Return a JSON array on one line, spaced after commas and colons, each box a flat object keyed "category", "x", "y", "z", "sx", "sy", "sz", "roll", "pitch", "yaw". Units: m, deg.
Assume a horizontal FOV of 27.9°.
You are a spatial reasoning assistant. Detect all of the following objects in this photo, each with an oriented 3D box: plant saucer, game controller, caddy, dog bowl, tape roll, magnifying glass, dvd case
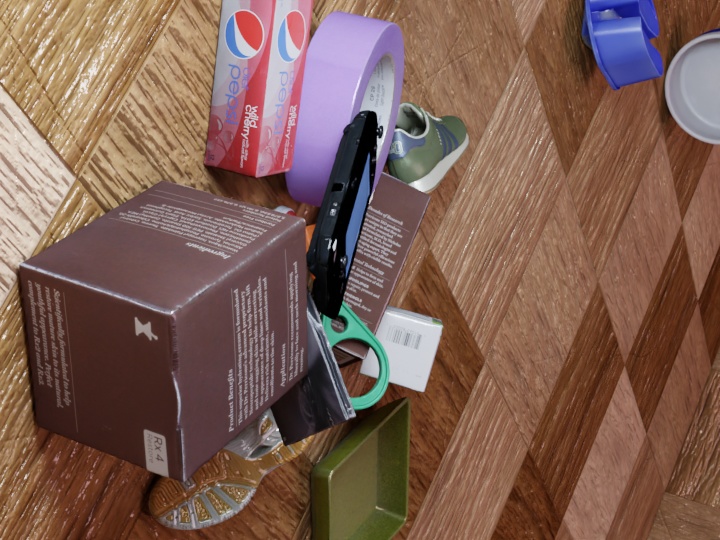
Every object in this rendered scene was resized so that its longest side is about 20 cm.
[{"category": "plant saucer", "x": -0.006, "y": 0.279, "z": 1.815, "sx": 0.200, "sy": 0.048, "sz": 0.202, "roll": -38, "pitch": 137, "yaw": -50}, {"category": "game controller", "x": -0.010, "y": -0.054, "z": 1.351, "sx": 0.105, "sy": 0.042, "sz": 0.201, "roll": 78, "pitch": 21, "yaw": -48}, {"category": "caddy", "x": 0.386, "y": -0.357, "z": 2.180, "sx": 0.200, "sy": 0.104, "sz": 0.143, "roll": 35, "pitch": 49, "yaw": -62}, {"category": "dog bowl", "x": 0.653, "y": -0.332, "z": 2.595, "sx": 0.079, "sy": 0.199, "sz": 0.202, "roll": -34, "pitch": 133, "yaw": -55}, {"category": "tape roll", "x": -0.014, "y": -0.162, "z": 1.497, "sx": 0.200, "sy": 0.065, "sz": 0.202, "roll": 14, "pitch": 90, "yaw": -77}, {"category": "magnifying glass", "x": -0.026, "y": 0.050, "z": 1.530, "sx": 0.079, "sy": 0.022, "sz": 0.202, "roll": -16, "pitch": 88, "yaw": -18}, {"category": "dvd case", "x": -0.075, "y": 0.059, "z": 1.373, "sx": 0.016, "sy": 0.149, "sz": 0.202, "roll": -17, "pitch": 83, "yaw": -29}]

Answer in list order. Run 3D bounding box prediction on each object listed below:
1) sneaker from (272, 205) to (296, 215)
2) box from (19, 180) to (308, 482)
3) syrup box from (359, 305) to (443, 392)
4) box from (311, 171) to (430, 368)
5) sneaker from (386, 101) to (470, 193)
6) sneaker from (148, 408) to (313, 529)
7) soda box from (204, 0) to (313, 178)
[{"category": "sneaker", "x": -0.072, "y": 0.040, "z": 1.488, "sx": 0.071, "sy": 0.112, "sz": 0.202, "roll": 23, "pitch": 83, "yaw": -63}, {"category": "box", "x": -0.163, "y": 0.045, "z": 1.257, "sx": 0.200, "sy": 0.163, "sz": 0.167, "roll": -37, "pitch": 136, "yaw": -50}, {"category": "syrup box", "x": 0.049, "y": 0.088, "z": 1.707, "sx": 0.200, "sy": 0.078, "sz": 0.082, "roll": -17, "pitch": 123, "yaw": -87}, {"category": "box", "x": 0.000, "y": 0.000, "z": 1.606, "sx": 0.201, "sy": 0.074, "sz": 0.100, "roll": -66, "pitch": -170, "yaw": -16}, {"category": "sneaker", "x": 0.075, "y": -0.163, "z": 1.713, "sx": 0.090, "sy": 0.067, "sz": 0.200, "roll": 66, "pitch": 28, "yaw": -19}, {"category": "sneaker", "x": -0.136, "y": 0.202, "z": 1.494, "sx": 0.199, "sy": 0.087, "sz": 0.076, "roll": -31, "pitch": 98, "yaw": -27}, {"category": "soda box", "x": -0.095, "y": -0.194, "z": 1.376, "sx": 0.070, "sy": 0.063, "sz": 0.202, "roll": -18, "pitch": 119, "yaw": -59}]
